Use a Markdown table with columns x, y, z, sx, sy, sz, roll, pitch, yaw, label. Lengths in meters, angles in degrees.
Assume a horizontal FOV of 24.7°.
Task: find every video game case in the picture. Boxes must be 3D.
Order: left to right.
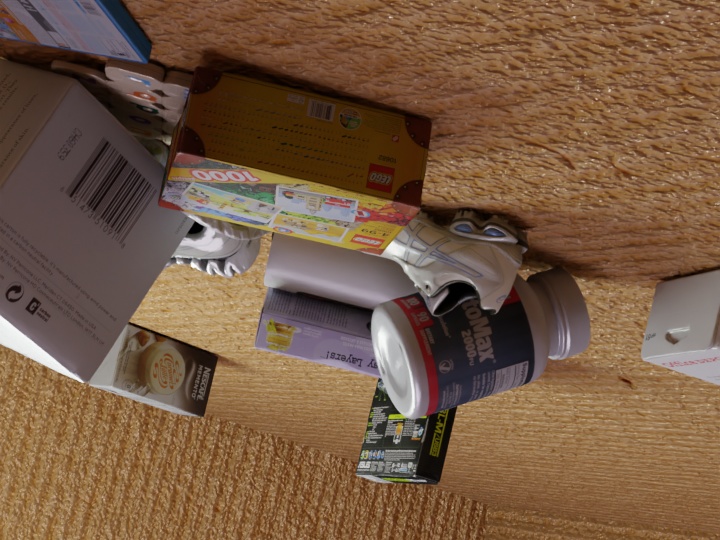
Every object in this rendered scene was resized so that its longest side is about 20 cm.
| x | y | z | sx | sy | sz | roll | pitch | yaw | label |
| --- | --- | --- | --- | --- | --- | --- | --- | --- | --- |
| -0.272 | -0.207 | 1.256 | 0.198 | 0.018 | 0.143 | 11 | 168 | 12 | video game case |

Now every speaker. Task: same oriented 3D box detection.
| x | y | z | sx | sy | sz | roll | pitch | yaw | label |
| --- | --- | --- | --- | --- | --- | --- | --- | --- | --- |
| 0.000 | 0.000 | 1.733 | 0.198 | 0.082 | 0.081 | 14 | 168 | 1 | speaker |

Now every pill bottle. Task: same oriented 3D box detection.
| x | y | z | sx | sy | sz | roll | pitch | yaw | label |
| --- | --- | --- | --- | --- | --- | --- | --- | --- | --- |
| 0.122 | 0.065 | 1.647 | 0.199 | 0.121 | 0.120 | -16 | 176 | -16 | pill bottle |

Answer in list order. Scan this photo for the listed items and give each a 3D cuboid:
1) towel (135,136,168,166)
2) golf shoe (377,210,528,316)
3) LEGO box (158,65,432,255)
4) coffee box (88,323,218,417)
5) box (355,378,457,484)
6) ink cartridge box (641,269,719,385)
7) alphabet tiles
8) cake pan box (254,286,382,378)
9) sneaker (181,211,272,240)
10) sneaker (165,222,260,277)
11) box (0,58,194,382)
| x | y | z | sx | sy | sz | roll | pitch | yaw | label |
| --- | --- | --- | --- | --- | --- | --- | --- | --- | --- |
| -0.259 | -0.099 | 1.658 | 0.198 | 0.049 | 0.171 | 10 | 168 | 19 | towel |
| 0.063 | -0.008 | 1.586 | 0.199 | 0.098 | 0.078 | 6 | 167 | 40 | golf shoe |
| -0.056 | -0.087 | 1.355 | 0.198 | 0.078 | 0.149 | 12 | 163 | -9 | LEGO box |
| -0.354 | 0.171 | 2.836 | 0.199 | 0.115 | 0.079 | 22 | 165 | -38 | coffee box |
| 0.070 | 0.192 | 2.251 | 0.047 | 0.195 | 0.200 | 21 | 165 | -21 | box |
| 0.392 | 0.069 | 1.580 | 0.199 | 0.085 | 0.144 | 17 | 167 | -18 | ink cartridge box |
| -0.172 | -0.142 | 1.438 | 0.194 | 0.015 | 0.200 | 15 | 168 | -4 | alphabet tiles |
| -0.013 | 0.043 | 1.793 | 0.183 | 0.053 | 0.200 | 15 | -156 | -3 | cake pan box |
| -0.104 | -0.067 | 1.500 | 0.199 | 0.079 | 0.099 | 9 | 180 | -41 | sneaker |
| -0.201 | -0.037 | 1.632 | 0.198 | 0.076 | 0.081 | -5 | 148 | 20 | sneaker |
| -0.281 | -0.044 | 1.443 | 0.130 | 0.201 | 0.199 | 19 | 160 | 43 | box |
